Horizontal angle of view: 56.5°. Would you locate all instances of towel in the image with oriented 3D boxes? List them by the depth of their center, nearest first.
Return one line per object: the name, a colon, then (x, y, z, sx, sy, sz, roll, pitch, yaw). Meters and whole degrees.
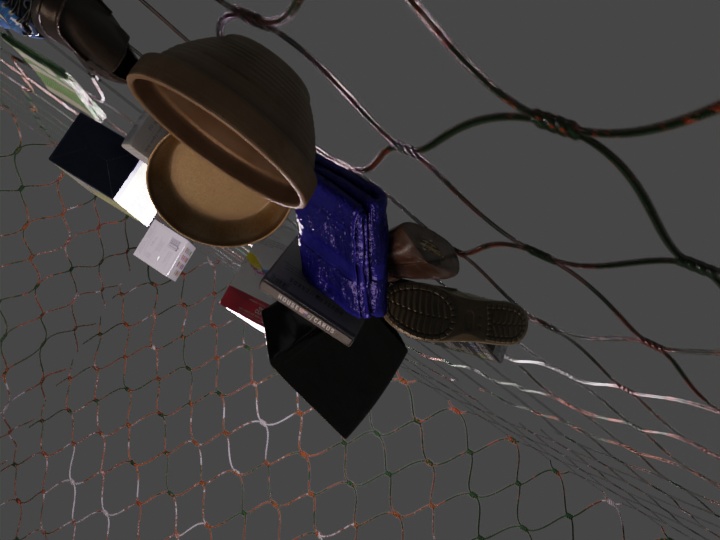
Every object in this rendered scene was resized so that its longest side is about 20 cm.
towel: (-0.030, -0.037, 0.831, 0.146, 0.049, 0.203, 30, 143, 27)
towel: (-0.591, -0.368, 1.304, 0.151, 0.024, 0.200, 33, 171, 5)

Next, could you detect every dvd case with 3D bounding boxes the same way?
dvd case: (-0.039, 0.003, 0.969, 0.149, 0.201, 0.025, 32, 130, 0)

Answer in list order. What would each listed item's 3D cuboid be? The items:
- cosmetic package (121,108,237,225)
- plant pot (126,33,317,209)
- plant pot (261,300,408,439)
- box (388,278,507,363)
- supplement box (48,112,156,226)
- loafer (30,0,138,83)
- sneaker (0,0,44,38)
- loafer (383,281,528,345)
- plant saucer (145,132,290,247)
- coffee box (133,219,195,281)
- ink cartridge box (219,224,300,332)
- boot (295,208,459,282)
cosmetic package: (-0.230, -0.159, 0.965, 0.199, 0.103, 0.074, 36, 171, -29)
plant pot: (-0.112, -0.154, 0.639, 0.198, 0.094, 0.201, 31, 169, 6)
plant pot: (-0.036, 0.120, 1.146, 0.200, 0.177, 0.201, 48, -174, -25)
box: (0.124, 0.078, 1.093, 0.190, 0.048, 0.200, 16, 162, 35)
supplement box: (-0.589, -0.237, 1.607, 0.198, 0.136, 0.200, 30, 170, 11)
loafer: (-0.294, -0.267, 0.753, 0.070, 0.074, 0.200, 25, 178, 3)
sneaker: (-0.424, -0.338, 0.809, 0.088, 0.080, 0.200, 25, 179, -3)
loafer: (0.124, 0.062, 0.905, 0.195, 0.077, 0.068, 12, 178, 6)
plant saucer: (-0.186, -0.121, 0.903, 0.199, 0.199, 0.036, 38, -151, -31)
coffee box: (-0.957, -0.094, 3.286, 0.198, 0.202, 0.198, 31, 171, 2)
ink cartridge box: (-0.156, 0.030, 1.370, 0.143, 0.203, 0.145, 20, 167, 38)
boot: (0.018, -0.047, 0.859, 0.185, 0.065, 0.199, 33, 169, -18)
